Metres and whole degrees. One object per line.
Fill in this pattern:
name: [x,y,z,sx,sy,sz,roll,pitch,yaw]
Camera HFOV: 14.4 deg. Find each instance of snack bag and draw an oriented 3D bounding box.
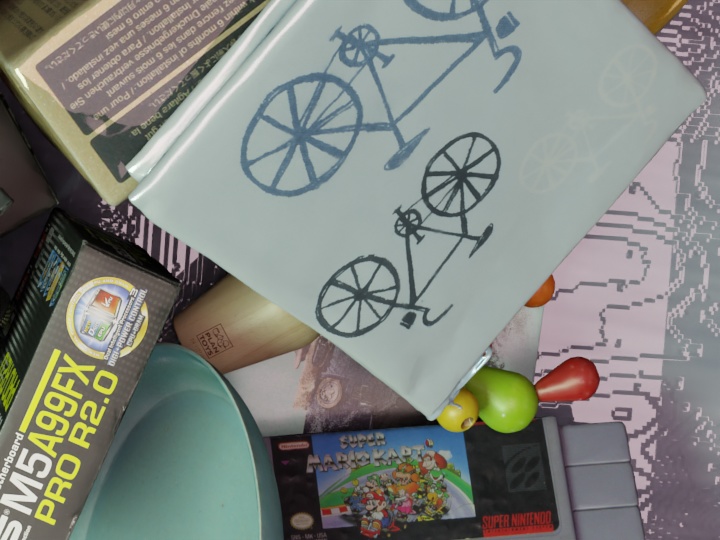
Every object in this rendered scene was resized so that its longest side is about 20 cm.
snack bag: [0.030,-0.055,1.115,0.189,0.021,0.200,-50,130,4]

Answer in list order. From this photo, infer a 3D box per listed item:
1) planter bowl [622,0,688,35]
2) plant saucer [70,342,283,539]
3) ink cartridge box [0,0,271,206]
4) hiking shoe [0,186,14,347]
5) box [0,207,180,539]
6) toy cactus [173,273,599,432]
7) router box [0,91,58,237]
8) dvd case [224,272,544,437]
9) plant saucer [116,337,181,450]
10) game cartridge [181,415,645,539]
planter bowl: [0.075,-0.186,1.226,0.199,0.083,0.202,-22,128,-30]
plant saucer: [-0.086,0.132,1.196,0.027,0.200,0.202,11,93,-34]
ink cartridge box: [-0.071,-0.114,1.167,0.164,0.200,0.075,-37,105,-4]
hiking shoe: [-0.187,0.045,1.184,0.100,0.200,0.076,-32,76,-32]
box: [-0.134,0.060,1.171,0.044,0.200,0.161,25,91,-11]
toy cactus: [0.000,0.000,1.210,0.164,0.102,0.201,-29,111,7]
router box: [-0.253,-0.049,1.219,0.199,0.052,0.158,-29,97,-6]
dvd case: [0.012,0.004,1.263,0.145,0.022,0.202,8,93,-9]
plant saucer: [-0.023,0.020,1.278,0.200,0.019,0.070,-44,99,-4]
game cartridge: [0.026,0.129,1.220,0.198,0.038,0.131,-4,68,-9]
